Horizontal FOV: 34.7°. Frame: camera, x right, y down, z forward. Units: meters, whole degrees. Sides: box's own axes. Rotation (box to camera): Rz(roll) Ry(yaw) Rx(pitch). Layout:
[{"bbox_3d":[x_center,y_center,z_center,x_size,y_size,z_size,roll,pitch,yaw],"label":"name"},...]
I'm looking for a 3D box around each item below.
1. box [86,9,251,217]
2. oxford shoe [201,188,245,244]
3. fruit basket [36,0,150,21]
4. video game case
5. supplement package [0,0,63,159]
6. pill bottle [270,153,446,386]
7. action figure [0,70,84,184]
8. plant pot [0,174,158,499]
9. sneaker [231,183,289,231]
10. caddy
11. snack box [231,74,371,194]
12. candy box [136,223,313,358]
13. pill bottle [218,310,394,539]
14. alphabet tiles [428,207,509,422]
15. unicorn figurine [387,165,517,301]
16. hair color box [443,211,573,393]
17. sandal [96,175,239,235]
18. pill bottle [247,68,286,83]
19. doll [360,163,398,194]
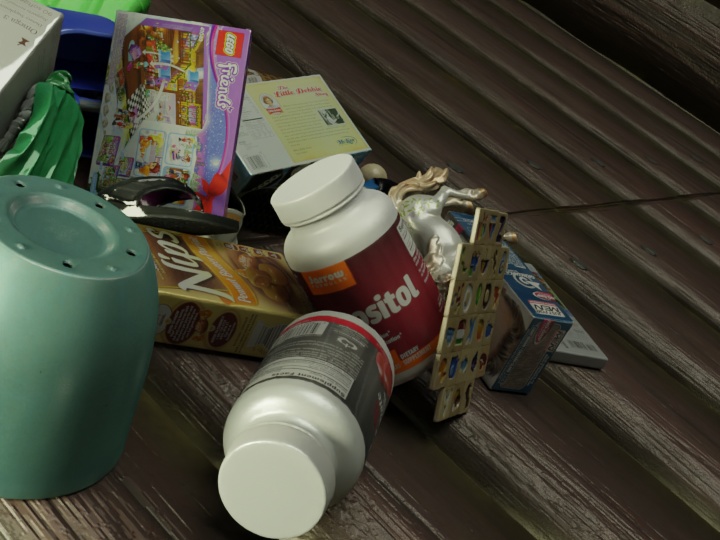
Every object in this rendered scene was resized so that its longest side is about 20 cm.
[{"bbox_3d":[-0.189,-0.150,1.148,0.136,0.201,0.039,8,-9,-3],"label":"box"},{"bbox_3d":[-0.171,-0.089,1.236,0.075,0.058,0.200,9,30,-32],"label":"oxford shoe"},{"bbox_3d":[-0.364,-0.327,1.409,0.215,0.156,0.216,17,44,-17],"label":"fruit basket"},{"bbox_3d":[0.199,0.043,1.408,0.143,0.018,0.200,11,30,-32],"label":"video game case"},{"bbox_3d":[-0.362,-0.154,1.010,0.117,0.117,0.200,26,50,-5],"label":"supplement package"},{"bbox_3d":[0.000,0.000,1.065,0.201,0.113,0.113,61,16,-20],"label":"pill bottle"},{"bbox_3d":[-0.284,-0.096,1.016,0.118,0.054,0.201,53,37,-50],"label":"action figure"},{"bbox_3d":[-0.235,0.031,0.814,0.200,0.161,0.201,22,25,-11],"label":"plant pot"},{"bbox_3d":[-0.068,-0.089,1.323,0.199,0.070,0.090,4,37,-38],"label":"sneaker"},{"bbox_3d":[-0.295,-0.192,1.206,0.199,0.142,0.105,-2,35,-47],"label":"caddy"},{"bbox_3d":[-0.089,-0.156,1.282,0.200,0.037,0.116,-18,69,-47],"label":"snack box"},{"bbox_3d":[-0.150,0.018,1.052,0.199,0.055,0.116,12,27,-32],"label":"candy box"},{"bbox_3d":[-0.043,0.119,0.902,0.110,0.111,0.200,28,25,1],"label":"pill bottle"},{"bbox_3d":[0.105,0.041,1.092,0.006,0.201,0.166,13,5,21],"label":"alphabet tiles"},{"bbox_3d":[0.093,-0.027,1.187,0.137,0.074,0.200,-14,39,-30],"label":"unicorn figurine"},{"bbox_3d":[0.140,0.032,1.271,0.060,0.100,0.200,9,30,-34],"label":"hair color box"},{"bbox_3d":[-0.211,-0.067,1.077,0.199,0.048,0.075,9,-7,-2],"label":"sandal"},{"bbox_3d":[-0.123,-0.181,1.391,0.199,0.115,0.114,9,30,-35],"label":"pill bottle"},{"bbox_3d":[0.047,-0.077,1.445,0.136,0.049,0.200,11,30,-34],"label":"doll"}]
